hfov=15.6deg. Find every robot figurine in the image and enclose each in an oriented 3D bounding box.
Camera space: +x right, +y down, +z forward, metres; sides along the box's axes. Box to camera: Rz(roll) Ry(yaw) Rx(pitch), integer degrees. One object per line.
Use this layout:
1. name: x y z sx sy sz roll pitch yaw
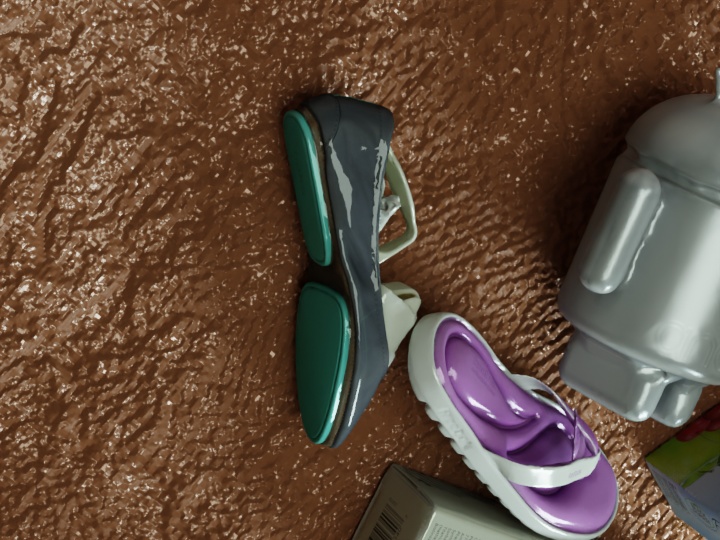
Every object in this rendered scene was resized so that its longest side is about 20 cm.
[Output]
1. robot figurine: 0.185 -0.014 1.479 0.170 0.113 0.200 8 107 -55

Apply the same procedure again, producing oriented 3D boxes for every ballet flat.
1. ballet flat: 0.000 0.000 1.430 0.073 0.073 0.200 -10 109 -20

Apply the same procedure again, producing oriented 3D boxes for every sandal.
1. sandal: 0.098 0.093 1.483 0.203 0.050 0.083 39 50 -40

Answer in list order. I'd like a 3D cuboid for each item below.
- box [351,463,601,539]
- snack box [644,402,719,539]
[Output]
1. box: 0.093 0.187 1.535 0.200 0.068 0.082 24 98 -29
2. snack box: 0.273 0.120 1.515 0.142 0.200 0.053 -36 117 -8
